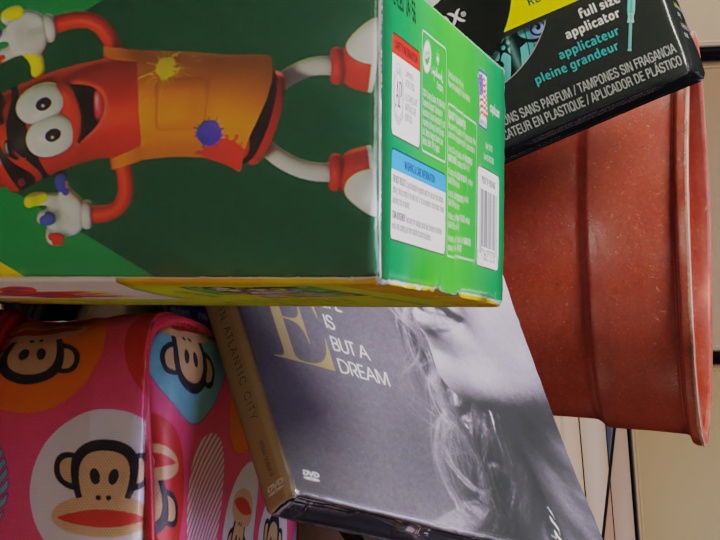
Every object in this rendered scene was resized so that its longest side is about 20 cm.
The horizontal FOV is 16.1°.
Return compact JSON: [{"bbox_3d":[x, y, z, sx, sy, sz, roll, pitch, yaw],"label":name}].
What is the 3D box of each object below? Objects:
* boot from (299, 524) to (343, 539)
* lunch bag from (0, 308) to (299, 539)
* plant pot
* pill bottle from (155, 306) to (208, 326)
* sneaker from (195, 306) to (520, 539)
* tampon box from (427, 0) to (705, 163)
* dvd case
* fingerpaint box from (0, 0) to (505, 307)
[{"bbox_3d":[0.019,0.165,1.118,0.167,0.072,0.201,-124,-154,-48],"label":"boot"},{"bbox_3d":[-0.069,0.113,0.779,0.200,0.081,0.178,57,34,-71],"label":"lunch bag"},{"bbox_3d":[0.071,-0.013,1.249,0.201,0.194,0.203,-1,90,-80],"label":"plant pot"},{"bbox_3d":[-0.021,-0.023,0.959,0.120,0.119,0.202,-48,135,-75],"label":"pill bottle"},{"bbox_3d":[0.003,0.020,0.883,0.201,0.086,0.078,61,-20,-15],"label":"sneaker"},{"bbox_3d":[0.039,-0.146,1.066,0.126,0.149,0.201,-15,82,-80],"label":"tampon box"},{"bbox_3d":[0.000,0.000,0.805,0.148,0.016,0.201,18,42,-45],"label":"dvd case"},{"bbox_3d":[-0.057,-0.029,0.636,0.200,0.165,0.074,11,79,-78],"label":"fingerpaint box"}]
